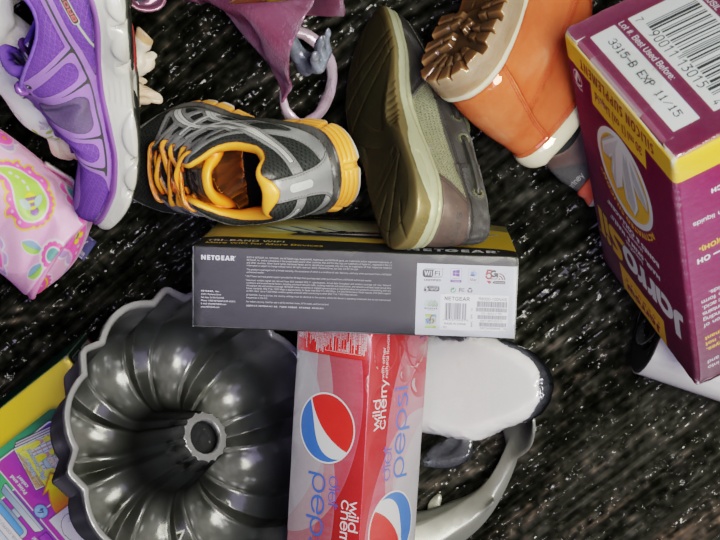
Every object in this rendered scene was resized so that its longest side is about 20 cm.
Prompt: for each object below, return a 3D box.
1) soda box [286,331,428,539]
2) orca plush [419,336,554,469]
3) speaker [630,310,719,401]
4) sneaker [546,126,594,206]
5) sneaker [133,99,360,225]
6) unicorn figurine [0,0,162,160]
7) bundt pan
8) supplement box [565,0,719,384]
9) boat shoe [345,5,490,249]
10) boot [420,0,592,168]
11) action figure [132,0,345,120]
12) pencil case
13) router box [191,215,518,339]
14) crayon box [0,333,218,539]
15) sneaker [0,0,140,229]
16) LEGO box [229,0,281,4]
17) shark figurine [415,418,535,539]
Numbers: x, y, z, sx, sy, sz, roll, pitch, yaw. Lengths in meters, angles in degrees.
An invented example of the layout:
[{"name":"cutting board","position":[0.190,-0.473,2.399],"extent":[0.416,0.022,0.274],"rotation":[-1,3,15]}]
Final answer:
[{"name":"soda box","position":[-0.003,0.130,0.914],"extent":[0.063,0.070,0.203],"rotation":[8,97,37]},{"name":"orca plush","position":[0.052,0.089,0.964],"extent":[0.198,0.071,0.107],"rotation":[-25,71,30]},{"name":"speaker","position":[0.286,0.062,0.939],"extent":[0.197,0.081,0.082],"rotation":[18,105,-1]},{"name":"sneaker","position":[0.176,-0.142,0.898],"extent":[0.081,0.077,0.202],"rotation":[31,103,2]},{"name":"sneaker","position":[-0.096,-0.066,0.898],"extent":[0.198,0.077,0.080],"rotation":[1,107,38]},{"name":"unicorn figurine","position":[-0.224,-0.148,0.890],"extent":[0.137,0.074,0.200],"rotation":[-43,110,-3]},{"name":"bundt pan","position":[-0.121,0.118,0.935],"extent":[0.203,0.202,0.075],"rotation":[53,142,-10]},{"name":"supplement box","position":[0.203,-0.055,0.822],"extent":[0.102,0.132,0.201],"rotation":[-26,136,-5]},{"name":"boat shoe","position":[0.037,-0.087,0.873],"extent":[0.065,0.203,0.072],"rotation":[13,131,-22]},{"name":"boot","position":[0.117,-0.162,0.873],"extent":[0.107,0.075,0.202],"rotation":[41,64,-29]},{"name":"action figure","position":[-0.100,-0.202,0.902],"extent":[0.197,0.135,0.150],"rotation":[15,148,12]},{"name":"pencil case","position":[-0.265,-0.071,0.934],"extent":[0.199,0.088,0.088],"rotation":[40,103,-7]},{"name":"router box","position":[0.000,0.000,0.897],"extent":[0.197,0.157,0.053],"rotation":[2,100,2]},{"name":"crayon box","position":[-0.206,0.179,1.007],"extent":[0.172,0.058,0.201],"rotation":[-36,100,12]},{"name":"sneaker","position":[-0.178,-0.114,0.857],"extent":[0.082,0.081,0.202],"rotation":[-3,132,-6]},{"name":"LEGO box","position":[-0.026,-0.240,0.739],"extent":[0.076,0.200,0.151],"rotation":[-9,91,-17]},{"name":"shark figurine","position":[0.045,0.181,0.980],"extent":[0.212,0.090,0.129],"rotation":[-24,103,11]}]
